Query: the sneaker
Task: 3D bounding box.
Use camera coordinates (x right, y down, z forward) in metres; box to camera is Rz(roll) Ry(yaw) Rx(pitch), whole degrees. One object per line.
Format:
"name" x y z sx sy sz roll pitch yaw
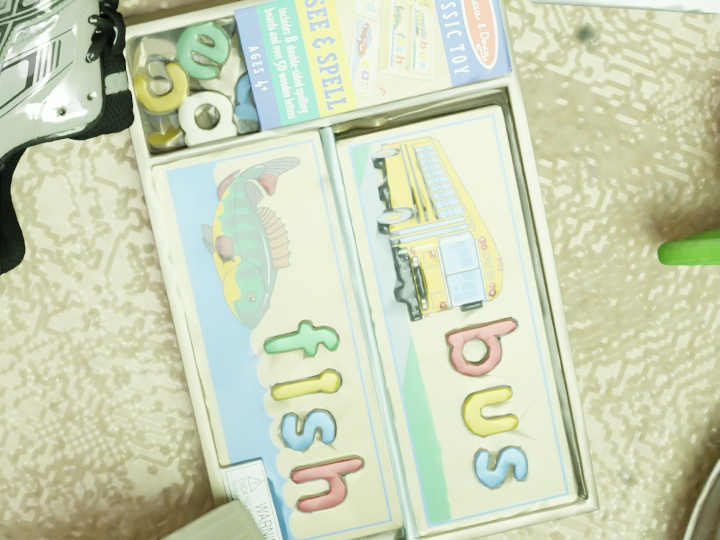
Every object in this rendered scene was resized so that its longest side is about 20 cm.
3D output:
"sneaker" -0.098 -0.086 0.849 0.087 0.076 0.200 33 107 2

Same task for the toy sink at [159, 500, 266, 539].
"toy sink" -0.055 0.197 0.858 0.130 0.112 0.201 -31 87 15

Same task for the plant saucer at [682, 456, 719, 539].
"plant saucer" 0.204 0.111 0.943 0.199 0.034 0.201 -1 102 -6

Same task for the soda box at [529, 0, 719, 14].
"soda box" 0.088 -0.186 0.857 0.068 0.064 0.201 3 100 -6

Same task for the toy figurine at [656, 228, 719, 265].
"toy figurine" 0.192 -0.096 0.874 0.199 0.150 0.185 -3 88 19

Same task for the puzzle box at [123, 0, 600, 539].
"puzzle box" 0.000 0.000 0.905 0.132 0.025 0.201 -13 102 -4
